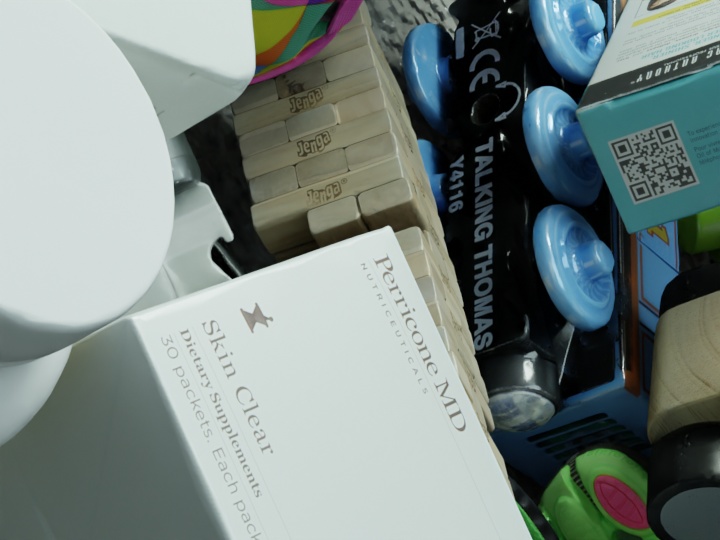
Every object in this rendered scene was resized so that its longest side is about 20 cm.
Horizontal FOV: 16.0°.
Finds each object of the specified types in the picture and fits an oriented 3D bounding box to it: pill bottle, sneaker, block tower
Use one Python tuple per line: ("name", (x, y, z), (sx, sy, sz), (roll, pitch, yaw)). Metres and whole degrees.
("pill bottle", (-0.139, 0.007, 0.599), (0.112, 0.200, 0.113), (26, 52, -38))
("sneaker", (0.128, 0.122, 0.945), (0.200, 0.077, 0.084), (45, 34, -35))
("block tower", (0.000, 0.000, 0.828), (0.058, 0.054, 0.200), (61, 13, -53))

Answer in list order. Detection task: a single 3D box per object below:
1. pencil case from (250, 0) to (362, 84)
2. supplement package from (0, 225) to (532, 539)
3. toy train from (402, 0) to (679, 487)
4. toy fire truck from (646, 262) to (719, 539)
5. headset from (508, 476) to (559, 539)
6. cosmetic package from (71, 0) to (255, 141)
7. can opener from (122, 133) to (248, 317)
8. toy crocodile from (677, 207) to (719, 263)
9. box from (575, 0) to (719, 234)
("pencil case", (-0.060, -0.159, 0.844), (0.088, 0.088, 0.200), (1, 58, -48))
("supplement package", (-0.035, 0.115, 0.692), (0.111, 0.156, 0.200), (-22, 86, -51))
("toy train", (0.071, -0.020, 0.946), (0.114, 0.087, 0.200), (37, 43, -42))
("toy fire truck", (0.218, 0.044, 0.864), (0.176, 0.200, 0.129), (46, 38, -32))
("headset", (0.048, 0.140, 0.818), (0.123, 0.094, 0.200), (9, 57, -45))
("cosmetic package", (-0.146, -0.127, 0.693), (0.165, 0.165, 0.200), (19, 56, -42))
("can opener", (-0.077, -0.032, 0.820), (0.066, 0.053, 0.200), (-32, 98, -85))
("toy crocodile", (0.152, -0.062, 1.078), (0.067, 0.062, 0.200), (-15, 81, -11))
("box", (0.139, -0.082, 0.933), (0.049, 0.082, 0.200), (65, 22, -16))
